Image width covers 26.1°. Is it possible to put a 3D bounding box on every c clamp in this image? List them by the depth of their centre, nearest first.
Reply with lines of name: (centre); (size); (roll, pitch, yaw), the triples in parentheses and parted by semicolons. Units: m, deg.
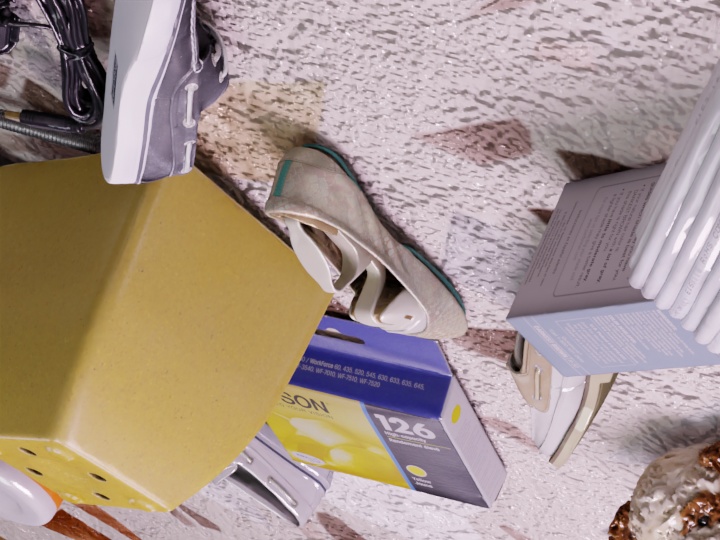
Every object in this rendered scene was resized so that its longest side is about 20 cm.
c clamp: (-0.220, -0.089, 1.111); (0.198, 0.027, 0.171); (14, 155, 22)

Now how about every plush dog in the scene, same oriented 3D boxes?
plush dog: (0.265, 0.191, 1.073); (0.172, 0.161, 0.200); (43, 124, -1)

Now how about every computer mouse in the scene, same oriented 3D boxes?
computer mouse: (-0.246, -0.154, 0.991); (0.198, 0.046, 0.141); (8, 140, 18)

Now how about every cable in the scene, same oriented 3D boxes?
cable: (0.168, -0.065, 0.601); (0.069, 0.202, 0.200); (29, -172, 9)

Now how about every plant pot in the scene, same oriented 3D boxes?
plant pot: (-0.169, 0.055, 1.091); (0.194, 0.202, 0.194); (-4, 148, 41)

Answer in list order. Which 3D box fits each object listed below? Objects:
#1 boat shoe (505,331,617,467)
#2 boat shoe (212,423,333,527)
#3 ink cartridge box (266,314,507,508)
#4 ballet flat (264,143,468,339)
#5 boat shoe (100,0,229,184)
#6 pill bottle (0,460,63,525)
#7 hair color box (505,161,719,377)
boat shoe: (0.132, 0.055, 0.998); (0.068, 0.075, 0.201); (27, 146, 12)
boat shoe: (-0.119, 0.162, 1.405); (0.198, 0.067, 0.074); (29, 153, -3)
ink cartridge box: (-0.001, 0.107, 1.231); (0.196, 0.047, 0.201); (11, 151, 31)
ballet flat: (0.000, 0.000, 1.021); (0.067, 0.063, 0.200); (-2, 142, 44)
boat shoe: (-0.109, -0.122, 0.909); (0.067, 0.072, 0.201); (-2, 143, -18)
pill bottle: (-0.253, 0.094, 1.258); (0.112, 0.201, 0.113); (21, 152, 11)
hair color box: (0.179, -0.006, 0.809); (0.061, 0.100, 0.199); (42, 150, -27)
